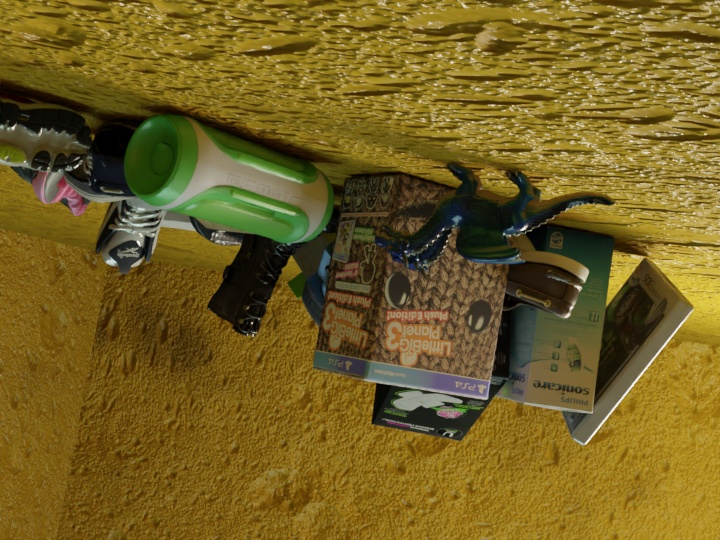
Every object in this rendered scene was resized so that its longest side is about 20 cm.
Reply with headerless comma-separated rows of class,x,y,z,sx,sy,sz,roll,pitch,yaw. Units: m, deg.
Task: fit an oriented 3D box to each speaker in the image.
speaker,-0.114,-0.080,0.959,0.088,0.089,0.200,7,175,39

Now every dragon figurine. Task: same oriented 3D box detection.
dragon figurine,0.115,-0.034,0.913,0.199,0.100,0.059,9,176,15

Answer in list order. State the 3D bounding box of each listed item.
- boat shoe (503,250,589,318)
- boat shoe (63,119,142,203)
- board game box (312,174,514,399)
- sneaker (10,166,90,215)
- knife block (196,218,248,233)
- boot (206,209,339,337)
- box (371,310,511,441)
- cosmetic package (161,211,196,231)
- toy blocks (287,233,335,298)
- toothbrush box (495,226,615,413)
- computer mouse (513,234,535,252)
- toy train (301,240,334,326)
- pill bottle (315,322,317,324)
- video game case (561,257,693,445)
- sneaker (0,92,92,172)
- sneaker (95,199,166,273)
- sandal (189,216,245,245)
boat shoe,0.155,0.013,1.139,0.072,0.060,0.200,27,167,-37
boat shoe,-0.240,-0.113,1.022,0.199,0.075,0.093,9,158,36
board game box,0.057,0.018,1.075,0.159,0.201,0.097,12,176,-33
sneaker,-0.350,-0.120,1.203,0.095,0.079,0.200,32,176,3
knife block,-0.153,-0.085,1.134,0.199,0.064,0.175,7,174,43
boot,-0.101,-0.004,1.239,0.069,0.175,0.200,24,173,-32
box,0.097,0.097,1.286,0.124,0.149,0.200,12,148,-6
cosmetic package,-0.233,-0.083,1.438,0.199,0.051,0.082,8,173,31
toy blocks,-0.025,0.006,1.399,0.100,0.200,0.137,-35,174,13
toothbrush box,0.219,0.057,1.230,0.085,0.201,0.146,10,175,-9
computer mouse,0.123,-0.041,1.214,0.199,0.044,0.110,11,166,41
toy train,0.000,0.000,1.207,0.087,0.114,0.200,49,156,13
pill bottle,-0.005,0.041,1.552,0.119,0.201,0.120,9,176,1
video game case,0.301,0.090,1.246,0.023,0.200,0.182,33,-166,-6
sneaker,-0.338,-0.129,0.922,0.200,0.077,0.085,17,-177,-40
sneaker,-0.278,-0.059,1.321,0.079,0.130,0.199,11,176,-29
sandal,-0.153,-0.068,1.341,0.043,0.076,0.200,34,-171,31
